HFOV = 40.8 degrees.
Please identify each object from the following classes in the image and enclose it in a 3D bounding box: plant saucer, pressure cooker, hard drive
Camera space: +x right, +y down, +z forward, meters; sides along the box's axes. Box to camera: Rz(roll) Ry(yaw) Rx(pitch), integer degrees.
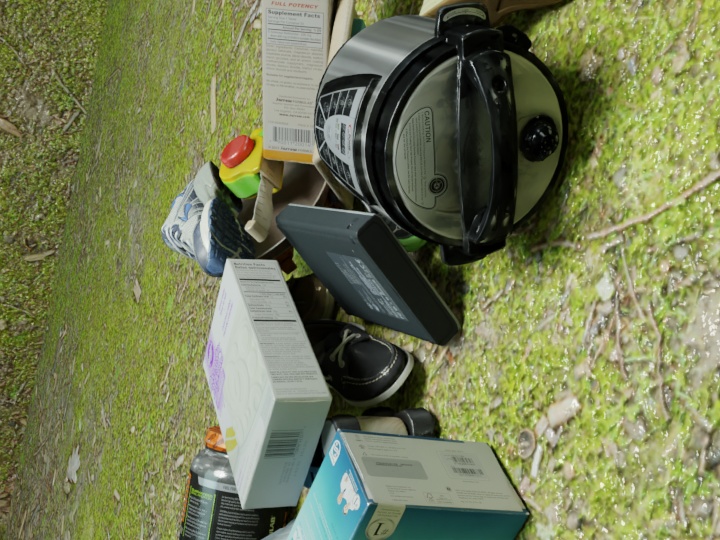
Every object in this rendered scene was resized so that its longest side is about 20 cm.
[{"bbox_3d":[-0.109,-0.073,1.106,0.200,0.032,0.201,-24,40,22],"label":"plant saucer"},{"bbox_3d":[0.069,-0.116,0.788,0.179,0.176,0.200,-51,31,1],"label":"pressure cooker"},{"bbox_3d":[0.000,0.000,0.938,0.033,0.140,0.200,-44,22,-15],"label":"hard drive"}]

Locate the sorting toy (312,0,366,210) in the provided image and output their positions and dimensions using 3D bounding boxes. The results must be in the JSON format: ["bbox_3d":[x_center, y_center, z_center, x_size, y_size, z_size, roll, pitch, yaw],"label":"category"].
[{"bbox_3d":[-0.008,-0.174,1.026,0.200,0.036,0.186,62,-145,-76],"label":"sorting toy"}]

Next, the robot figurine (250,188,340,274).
[{"bbox_3d":[-0.089,-0.087,1.179,0.145,0.058,0.200,-33,37,8],"label":"robot figurine"}]

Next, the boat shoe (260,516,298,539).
[{"bbox_3d":[-0.063,0.277,0.915,0.067,0.073,0.200,54,160,7],"label":"boat shoe"}]

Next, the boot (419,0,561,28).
[{"bbox_3d":[0.135,-0.297,0.834,0.200,0.073,0.156,-18,56,50],"label":"boot"}]

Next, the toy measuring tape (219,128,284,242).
[{"bbox_3d":[-0.122,-0.089,1.048,0.200,0.073,0.074,-89,24,-49],"label":"toy measuring tape"}]

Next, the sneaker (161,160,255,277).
[{"bbox_3d":[-0.170,-0.039,1.048,0.085,0.077,0.200,-35,28,9],"label":"sneaker"}]

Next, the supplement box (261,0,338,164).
[{"bbox_3d":[-0.056,-0.230,1.034,0.126,0.073,0.201,-69,-16,-60],"label":"supplement box"}]

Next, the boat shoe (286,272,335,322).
[{"bbox_3d":[-0.091,0.054,1.169,0.200,0.062,0.074,-43,44,50],"label":"boat shoe"}]

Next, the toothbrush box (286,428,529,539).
[{"bbox_3d":[0.022,0.236,0.792,0.201,0.146,0.085,-68,29,26],"label":"toothbrush box"}]

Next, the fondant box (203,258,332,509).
[{"bbox_3d":[-0.096,0.105,0.931,0.200,0.058,0.145,-115,35,-48],"label":"fondant box"}]

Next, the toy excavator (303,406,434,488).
[{"bbox_3d":[-0.011,0.234,0.929,0.194,0.100,0.201,-14,77,63],"label":"toy excavator"}]

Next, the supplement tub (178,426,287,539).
[{"bbox_3d":[-0.148,0.290,1.135,0.122,0.122,0.201,6,86,63],"label":"supplement tub"}]

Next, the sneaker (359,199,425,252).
[{"bbox_3d":[0.029,-0.117,0.966,0.077,0.083,0.201,-44,44,49],"label":"sneaker"}]

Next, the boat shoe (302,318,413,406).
[{"bbox_3d":[-0.014,0.086,0.988,0.074,0.060,0.200,-48,20,-12],"label":"boat shoe"}]
